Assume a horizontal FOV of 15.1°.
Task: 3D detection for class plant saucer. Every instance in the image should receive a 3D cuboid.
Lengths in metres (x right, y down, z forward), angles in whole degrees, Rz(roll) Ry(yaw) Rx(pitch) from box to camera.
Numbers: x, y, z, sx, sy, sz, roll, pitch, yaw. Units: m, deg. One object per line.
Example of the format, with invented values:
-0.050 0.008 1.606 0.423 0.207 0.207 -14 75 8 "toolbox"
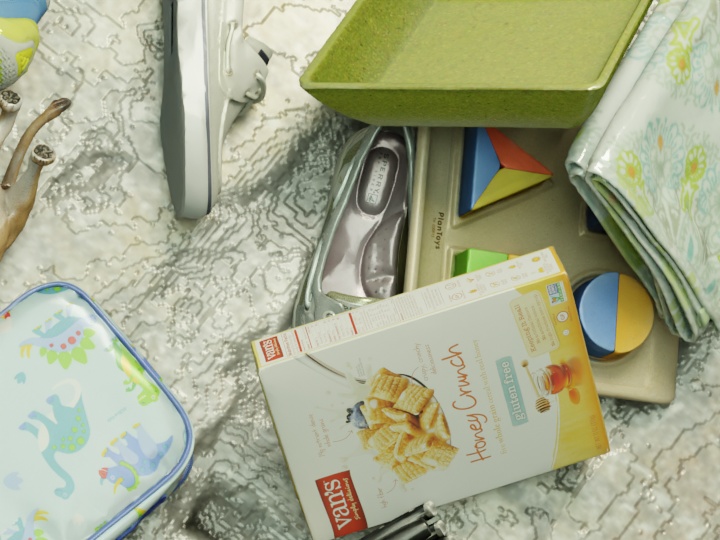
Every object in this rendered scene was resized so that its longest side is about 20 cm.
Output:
0.088 -0.146 1.717 0.199 0.048 0.200 2 34 23 "plant saucer"

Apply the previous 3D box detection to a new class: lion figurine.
-0.243 -0.021 1.694 0.072 0.123 0.200 30 41 11 "lion figurine"

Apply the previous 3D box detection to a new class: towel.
0.220 -0.078 1.729 0.171 0.048 0.200 53 57 -35 "towel"

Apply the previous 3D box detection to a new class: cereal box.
0.045 0.080 1.690 0.200 0.040 0.144 -18 123 -2 "cereal box"

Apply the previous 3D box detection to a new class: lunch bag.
-0.211 0.120 1.685 0.200 0.082 0.161 -40 85 -12 "lunch bag"

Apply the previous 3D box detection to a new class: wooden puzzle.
0.126 -0.018 1.743 0.200 0.046 0.186 9 77 -20 "wooden puzzle"

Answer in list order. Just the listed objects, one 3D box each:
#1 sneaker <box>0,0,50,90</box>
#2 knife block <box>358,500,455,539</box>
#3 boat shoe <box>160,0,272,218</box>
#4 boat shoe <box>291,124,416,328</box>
-0.291 -0.181 1.752 0.200 0.076 0.105 22 47 9 "sneaker"
-0.036 0.213 1.682 0.200 0.064 0.176 15 87 -3 "knife block"
-0.090 -0.133 1.756 0.070 0.071 0.200 2 79 -15 "boat shoe"
0.002 0.000 1.740 0.074 0.065 0.202 13 78 -3 "boat shoe"
